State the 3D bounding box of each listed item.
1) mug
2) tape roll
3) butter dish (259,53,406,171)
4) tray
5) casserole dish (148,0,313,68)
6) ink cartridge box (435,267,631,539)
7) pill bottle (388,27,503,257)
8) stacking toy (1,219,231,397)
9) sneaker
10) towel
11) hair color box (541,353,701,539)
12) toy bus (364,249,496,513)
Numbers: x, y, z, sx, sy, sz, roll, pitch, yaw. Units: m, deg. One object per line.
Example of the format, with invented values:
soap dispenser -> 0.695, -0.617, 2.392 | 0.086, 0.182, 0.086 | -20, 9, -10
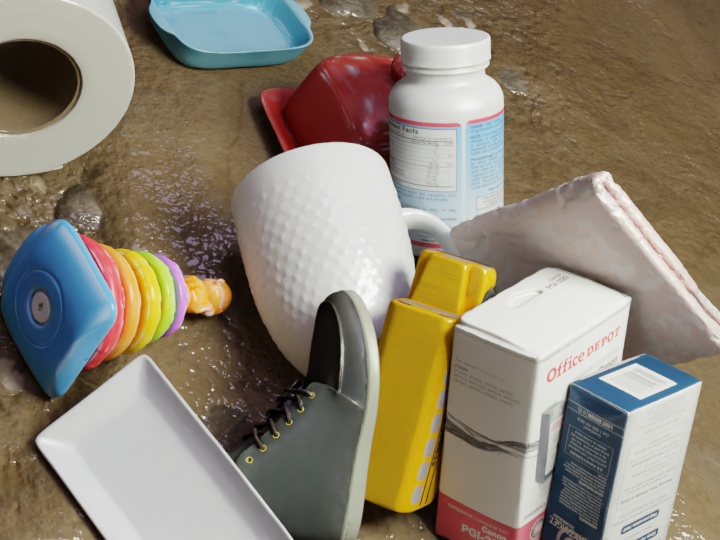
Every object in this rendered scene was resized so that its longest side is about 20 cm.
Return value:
mug -> 0.000, 0.000, 1.178 | 0.199, 0.148, 0.176 | -5, 62, -21
tape roll -> -0.309, -0.201, 1.171 | 0.202, 0.203, 0.139 | 1, 48, -30
butter dish -> 0.026, -0.155, 1.366 | 0.199, 0.148, 0.200 | -1, 48, -30
tray -> -0.143, 0.167, 0.992 | 0.107, 0.022, 0.200 | -38, 68, -12
casserole dish -> -0.144, -0.265, 1.466 | 0.199, 0.039, 0.121 | -12, 55, -38
ink cartridge box -> 0.140, 0.117, 1.093 | 0.085, 0.201, 0.145 | 20, 31, 34
pill bottle -> 0.080, -0.120, 1.257 | 0.108, 0.201, 0.109 | -1, 21, 1
stacking toy -> -0.181, 0.023, 1.103 | 0.200, 0.116, 0.110 | -4, 51, -49
sneaker -> -0.049, 0.111, 1.034 | 0.106, 0.075, 0.201 | 6, 82, -21
towel -> 0.192, 0.011, 1.135 | 0.191, 0.200, 0.032 | 47, 58, -14
hair color box -> 0.203, 0.176, 1.077 | 0.100, 0.201, 0.060 | -14, 30, -40
toy bus -> 0.048, 0.086, 1.082 | 0.065, 0.201, 0.078 | 18, 9, 25
